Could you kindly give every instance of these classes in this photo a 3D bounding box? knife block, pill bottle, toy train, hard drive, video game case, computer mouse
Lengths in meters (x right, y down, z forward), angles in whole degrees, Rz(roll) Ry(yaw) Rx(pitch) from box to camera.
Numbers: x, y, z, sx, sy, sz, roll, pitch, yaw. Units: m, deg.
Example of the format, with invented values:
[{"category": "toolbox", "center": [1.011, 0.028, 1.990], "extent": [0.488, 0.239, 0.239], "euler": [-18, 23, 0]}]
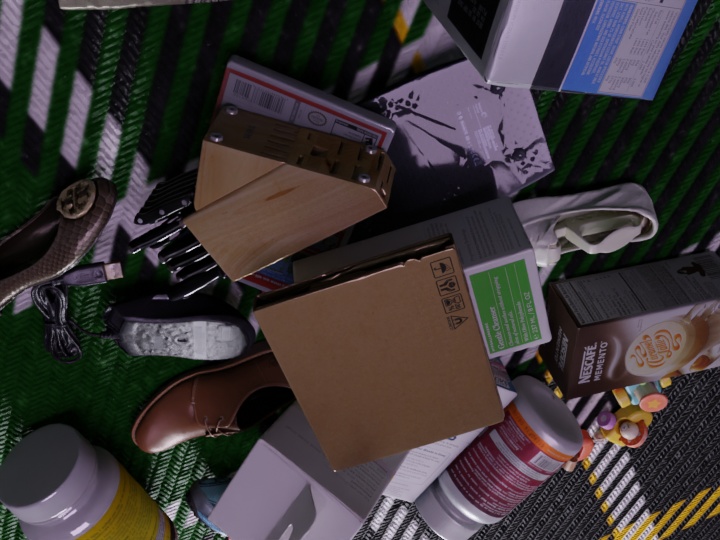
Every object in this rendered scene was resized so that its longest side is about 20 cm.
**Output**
[{"category": "knife block", "center": [-0.086, -0.035, 0.707], "extent": [0.198, 0.064, 0.177], "euler": [15, 127, -1]}, {"category": "pill bottle", "center": [0.159, 0.228, 1.023], "extent": [0.109, 0.110, 0.200], "euler": [27, 117, -33]}, {"category": "toy train", "center": [0.307, 0.183, 1.068], "extent": [0.148, 0.056, 0.202], "euler": [2, 128, -19]}, {"category": "hard drive", "center": [0.056, -0.105, 0.746], "extent": [0.198, 0.042, 0.136], "euler": [-23, 119, 6]}, {"category": "video game case", "center": [-0.070, -0.066, 0.732], "extent": [0.142, 0.018, 0.201], "euler": [21, 125, -5]}, {"category": "computer mouse", "center": [-0.197, 0.029, 0.788], "extent": [0.197, 0.046, 0.141], "euler": [-1, 142, -4]}, {"category": "pill bottle", "center": [-0.284, 0.257, 0.907], "extent": [0.113, 0.115, 0.201], "euler": [-22, 132, 2]}]

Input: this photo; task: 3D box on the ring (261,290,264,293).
[{"category": "ring", "center": [0.000, 0.000, 0.847], "extent": [0.198, 0.019, 0.202], "euler": [-8, 130, -10]}]

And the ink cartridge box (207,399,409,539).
[{"category": "ink cartridge box", "center": [-0.046, 0.209, 0.863], "extent": [0.125, 0.200, 0.129], "euler": [37, 118, 8]}]

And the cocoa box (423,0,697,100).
[{"category": "cocoa box", "center": [0.125, -0.223, 0.582], "extent": [0.130, 0.201, 0.134], "euler": [2, 127, -19]}]

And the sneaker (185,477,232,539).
[{"category": "sneaker", "center": [-0.104, 0.248, 0.992], "extent": [0.198, 0.079, 0.096], "euler": [12, 115, -36]}]

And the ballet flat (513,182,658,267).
[{"category": "ballet flat", "center": [0.201, -0.039, 0.847], "extent": [0.198, 0.070, 0.070], "euler": [-13, 131, -6]}]

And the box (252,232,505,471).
[{"category": "box", "center": [0.021, 0.075, 0.701], "extent": [0.162, 0.021, 0.201], "euler": [-17, 128, 5]}]

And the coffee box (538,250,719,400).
[{"category": "coffee box", "center": [0.308, 0.060, 0.951], "extent": [0.198, 0.080, 0.115], "euler": [-11, 130, -8]}]

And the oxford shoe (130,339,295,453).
[{"category": "oxford shoe", "center": [-0.151, 0.143, 0.884], "extent": [0.199, 0.072, 0.071], "euler": [-29, 133, 9]}]

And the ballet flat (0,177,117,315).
[{"category": "ballet flat", "center": [-0.282, -0.016, 0.718], "extent": [0.199, 0.068, 0.046], "euler": [-33, 135, 19]}]

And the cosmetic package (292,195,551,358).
[{"category": "cosmetic package", "center": [0.050, 0.026, 0.736], "extent": [0.198, 0.085, 0.108], "euler": [-19, 127, 5]}]

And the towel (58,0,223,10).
[{"category": "towel", "center": [-0.124, -0.276, 0.580], "extent": [0.198, 0.035, 0.194], "euler": [-8, 133, -13]}]

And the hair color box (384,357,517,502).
[{"category": "hair color box", "center": [0.074, 0.172, 0.983], "extent": [0.099, 0.061, 0.200], "euler": [23, 119, -31]}]
